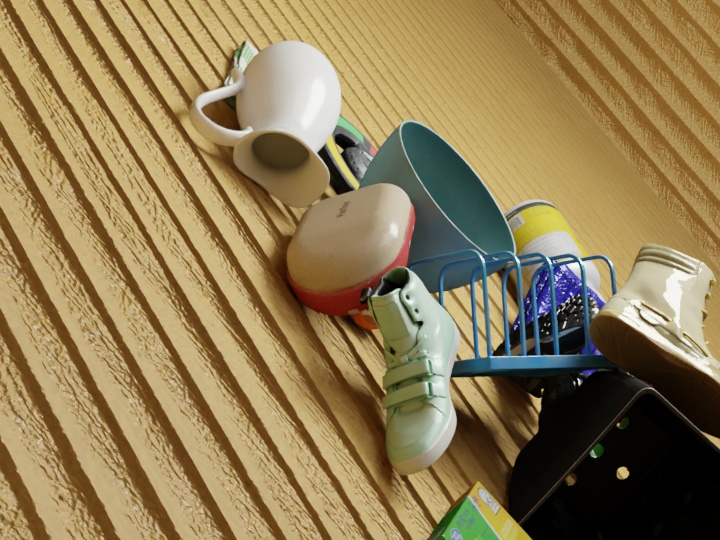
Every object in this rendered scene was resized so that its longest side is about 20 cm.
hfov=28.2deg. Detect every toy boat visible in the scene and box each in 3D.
[{"bbox_3d":[0.000,0.000,1.482,0.200,0.129,0.132,-72,145,-69],"label":"toy boat"}]

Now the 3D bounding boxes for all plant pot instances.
[{"bbox_3d":[0.269,0.219,1.473,0.200,0.200,0.178,40,8,-15],"label":"plant pot"},{"bbox_3d":[0.065,-0.051,1.646,0.200,0.134,0.201,42,23,-22],"label":"plant pot"}]

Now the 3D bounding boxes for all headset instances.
[{"bbox_3d":[0.268,0.146,1.608,0.122,0.202,0.094,-9,35,-14],"label":"headset"}]

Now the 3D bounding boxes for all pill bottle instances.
[{"bbox_3d":[0.270,0.002,2.025,0.112,0.112,0.201,27,26,-43],"label":"pill bottle"}]

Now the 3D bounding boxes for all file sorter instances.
[{"bbox_3d":[0.160,0.047,1.497,0.198,0.138,0.124,2,82,-37],"label":"file sorter"}]

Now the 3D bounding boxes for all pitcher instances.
[{"bbox_3d":[-0.105,-0.184,1.615,0.170,0.121,0.201,28,37,-18],"label":"pitcher"}]

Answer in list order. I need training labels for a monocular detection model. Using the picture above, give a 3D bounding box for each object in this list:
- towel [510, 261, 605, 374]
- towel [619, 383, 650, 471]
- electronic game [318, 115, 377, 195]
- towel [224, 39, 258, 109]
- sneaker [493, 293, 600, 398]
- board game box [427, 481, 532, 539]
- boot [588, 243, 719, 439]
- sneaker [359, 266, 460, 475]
[{"bbox_3d":[0.295,0.093,1.882,0.199,0.049,0.149,38,58,-18],"label":"towel"},{"bbox_3d":[0.339,0.182,1.657,0.200,0.022,0.147,-169,-116,-76],"label":"towel"},{"bbox_3d":[0.005,-0.120,1.791,0.200,0.041,0.201,46,19,-21],"label":"electronic game"},{"bbox_3d":[-0.106,-0.210,1.800,0.152,0.023,0.201,41,19,-17],"label":"towel"},{"bbox_3d":[0.239,0.094,1.677,0.088,0.200,0.076,47,62,-4],"label":"sneaker"},{"bbox_3d":[0.143,0.293,1.260,0.200,0.040,0.153,47,19,4],"label":"board game box"},{"bbox_3d":[0.345,0.071,1.478,0.199,0.073,0.156,35,46,6],"label":"boot"},{"bbox_3d":[0.035,0.087,1.332,0.119,0.073,0.202,52,30,-32],"label":"sneaker"}]
